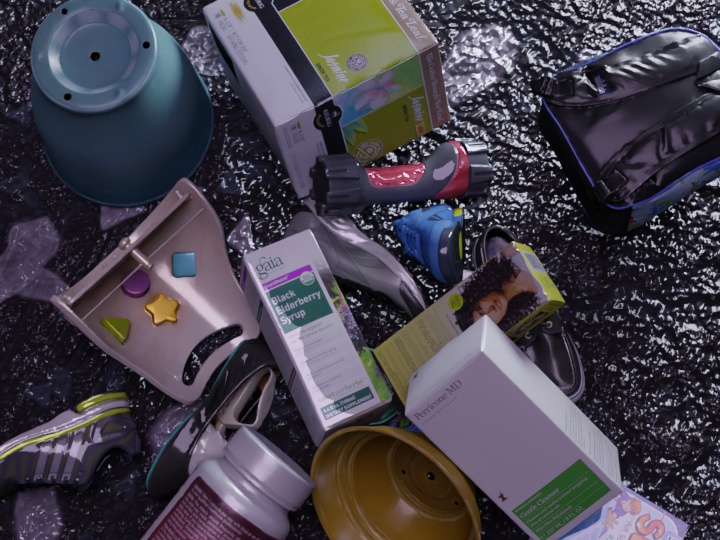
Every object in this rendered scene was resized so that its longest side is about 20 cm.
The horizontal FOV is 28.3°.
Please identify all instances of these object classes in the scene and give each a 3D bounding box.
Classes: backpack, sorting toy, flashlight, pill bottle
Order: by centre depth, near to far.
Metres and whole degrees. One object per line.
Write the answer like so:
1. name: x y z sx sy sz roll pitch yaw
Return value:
1. pill bottle: -0.142 0.261 1.410 0.114 0.114 0.200 39 89 13
2. sorting toy: -0.203 0.041 1.514 0.180 0.107 0.200 46 65 -2
3. flashlight: 0.043 -0.104 1.523 0.198 0.068 0.068 -4 51 -27
4. backpack: 0.306 -0.152 1.525 0.199 0.147 0.184 -27 72 -3

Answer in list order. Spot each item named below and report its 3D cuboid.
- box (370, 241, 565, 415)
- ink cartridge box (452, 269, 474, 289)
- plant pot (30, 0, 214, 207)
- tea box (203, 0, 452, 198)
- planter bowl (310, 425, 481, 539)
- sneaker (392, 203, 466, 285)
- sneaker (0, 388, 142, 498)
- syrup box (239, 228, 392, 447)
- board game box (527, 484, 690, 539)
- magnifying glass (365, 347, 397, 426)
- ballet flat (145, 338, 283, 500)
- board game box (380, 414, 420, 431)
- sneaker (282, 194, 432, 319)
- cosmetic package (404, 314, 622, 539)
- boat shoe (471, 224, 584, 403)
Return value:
1. box: 0.103 0.060 1.430 0.200 0.050 0.076 -40 68 20
2. ink cartridge box: 0.134 0.103 1.488 0.098 0.039 0.202 8 71 4
3. plant pot: -0.268 -0.196 1.540 0.198 0.188 0.202 -1 71 2
4. tea box: -0.035 -0.224 1.543 0.195 0.134 0.201 -27 56 -6
5. planter bowl: 0.053 0.224 1.424 0.200 0.201 0.083 38 42 13
6. sneaker: 0.070 -0.026 1.478 0.078 0.200 0.067 0 102 5
7. sneaker: -0.317 0.201 1.477 0.199 0.074 0.081 -30 77 -6
8. syrup box: -0.049 0.068 1.457 0.078 0.082 0.201 -22 75 -15
9. board game box: 0.225 0.310 1.439 0.135 0.035 0.201 30 76 11
10. magnifying glass: -0.036 0.087 1.506 0.200 0.022 0.080 40 77 13
11. ballet flat: -0.144 0.160 1.478 0.068 0.068 0.201 25 74 31
12. board game box: 0.082 0.113 1.515 0.198 0.019 0.104 -21 72 -5
13. sneaker: 0.000 0.000 1.534 0.200 0.074 0.080 39 87 19
14. cosmetic package: 0.148 0.156 1.377 0.200 0.085 0.108 43 112 -13
15. boat shoe: 0.168 0.045 1.456 0.068 0.057 0.201 -24 72 -7
